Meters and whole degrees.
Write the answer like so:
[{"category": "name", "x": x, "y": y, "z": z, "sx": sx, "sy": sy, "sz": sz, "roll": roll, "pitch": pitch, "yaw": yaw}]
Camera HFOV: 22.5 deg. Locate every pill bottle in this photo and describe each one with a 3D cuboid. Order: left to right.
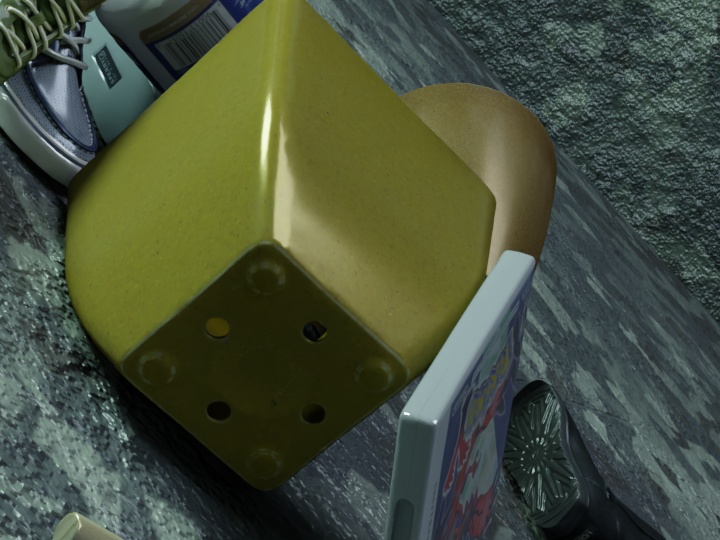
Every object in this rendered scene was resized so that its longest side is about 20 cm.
[{"category": "pill bottle", "x": -0.078, "y": -0.138, "z": 1.214, "sx": 0.200, "sy": 0.110, "sz": 0.111, "roll": 50, "pitch": 11, "yaw": -34}]

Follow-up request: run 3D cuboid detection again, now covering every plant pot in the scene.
[{"category": "plant pot", "x": -0.050, "y": 0.004, "z": 1.018, "sx": 0.194, "sy": 0.195, "sz": 0.201, "roll": 43, "pitch": 23, "yaw": -21}, {"category": "plant pot", "x": 0.081, "y": -0.028, "z": 1.543, "sx": 0.186, "sy": 0.186, "sz": 0.201, "roll": 41, "pitch": 28, "yaw": -26}]

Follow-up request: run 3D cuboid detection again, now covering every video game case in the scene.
[{"category": "video game case", "x": 0.050, "y": 0.110, "z": 0.984, "sx": 0.023, "sy": 0.184, "sz": 0.200, "roll": 14, "pitch": 28, "yaw": 14}]

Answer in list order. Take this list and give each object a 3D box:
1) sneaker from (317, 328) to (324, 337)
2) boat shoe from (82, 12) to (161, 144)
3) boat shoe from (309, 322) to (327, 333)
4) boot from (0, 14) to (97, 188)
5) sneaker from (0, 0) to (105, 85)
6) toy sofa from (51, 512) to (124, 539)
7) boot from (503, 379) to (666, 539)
[{"category": "sneaker", "x": 0.000, "y": 0.000, "z": 1.254, "sx": 0.201, "sy": 0.076, "sz": 0.081, "roll": 85, "pitch": -17, "yaw": -57}, {"category": "boat shoe", "x": -0.160, "y": -0.142, "z": 1.300, "sx": 0.091, "sy": 0.071, "sz": 0.202, "roll": 32, "pitch": 29, "yaw": -51}, {"category": "boat shoe", "x": -0.077, "y": -0.011, "z": 1.168, "sx": 0.198, "sy": 0.073, "sz": 0.072, "roll": 24, "pitch": 13, "yaw": 9}, {"category": "boot", "x": -0.199, "y": -0.150, "z": 1.141, "sx": 0.201, "sy": 0.090, "sz": 0.073, "roll": 56, "pitch": 16, "yaw": 28}, {"category": "sneaker", "x": -0.191, "y": -0.168, "z": 1.061, "sx": 0.068, "sy": 0.089, "sz": 0.202, "roll": 78, "pitch": 18, "yaw": -46}, {"category": "toy sofa", "x": -0.070, "y": 0.181, "z": 0.653, "sx": 0.083, "sy": 0.097, "sz": 0.201, "roll": 37, "pitch": 19, "yaw": -39}, {"category": "boot", "x": 0.208, "y": 0.200, "z": 1.507, "sx": 0.199, "sy": 0.066, "sz": 0.166, "roll": 37, "pitch": 27, "yaw": -31}]
